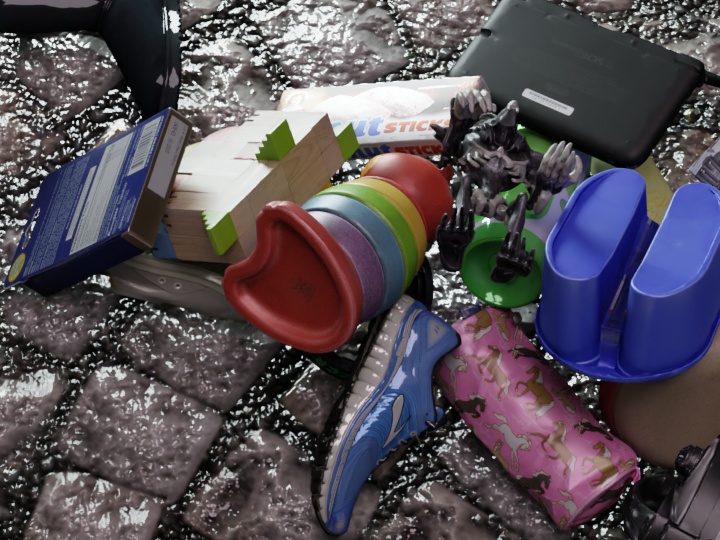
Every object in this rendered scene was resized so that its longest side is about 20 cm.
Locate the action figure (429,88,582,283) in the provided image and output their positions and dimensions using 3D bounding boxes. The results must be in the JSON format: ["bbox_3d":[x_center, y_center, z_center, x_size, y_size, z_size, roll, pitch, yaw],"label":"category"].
[{"bbox_3d":[0.113,-0.082,1.570,0.118,0.102,0.200,22,40,-9],"label":"action figure"}]

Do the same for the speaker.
[{"bbox_3d":[0.141,-0.056,1.692,0.088,0.089,0.200,19,40,5],"label":"speaker"}]

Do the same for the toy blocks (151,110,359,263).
[{"bbox_3d":[-0.112,-0.071,1.648,0.136,0.100,0.200,4,37,35],"label":"toy blocks"}]

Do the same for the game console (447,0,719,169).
[{"bbox_3d":[0.207,-0.162,1.758,0.199,0.117,0.176,26,69,27],"label":"game console"}]

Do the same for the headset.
[{"bbox_3d":[0.000,0.000,1.688,0.123,0.094,0.201,21,67,-20],"label":"headset"}]

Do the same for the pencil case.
[{"bbox_3d":[0.141,0.119,1.633,0.083,0.087,0.200,-16,61,-48],"label":"pencil case"}]

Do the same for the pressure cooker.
[{"bbox_3d":[0.293,0.223,1.538,0.199,0.176,0.179,30,59,6],"label":"pressure cooker"}]

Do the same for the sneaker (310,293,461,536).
[{"bbox_3d":[0.023,0.124,1.597,0.089,0.079,0.201,25,90,-7],"label":"sneaker"}]

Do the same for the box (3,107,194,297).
[{"bbox_3d":[-0.219,-0.050,1.649,0.032,0.200,0.122,33,57,-30],"label":"box"}]

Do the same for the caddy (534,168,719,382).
[{"bbox_3d":[0.219,0.009,1.579,0.141,0.105,0.200,13,40,19],"label":"caddy"}]

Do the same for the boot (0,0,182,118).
[{"bbox_3d":[-0.244,-0.213,1.773,0.167,0.077,0.201,0,55,-10],"label":"boot"}]

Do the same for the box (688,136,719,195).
[{"bbox_3d":[0.362,-0.033,1.673,0.050,0.200,0.158,-46,71,9],"label":"box"}]

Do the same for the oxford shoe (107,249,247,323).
[{"bbox_3d":[-0.123,0.013,1.681,0.199,0.058,0.075,16,32,-12],"label":"oxford shoe"}]

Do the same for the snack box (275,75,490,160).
[{"bbox_3d":[0.012,-0.129,1.728,0.199,0.024,0.072,-1,52,29],"label":"snack box"}]

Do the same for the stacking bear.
[{"bbox_3d":[0.003,-0.028,1.581,0.114,0.122,0.200,41,44,8],"label":"stacking bear"}]

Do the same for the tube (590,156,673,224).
[{"bbox_3d":[0.245,-0.071,1.764,0.058,0.052,0.201,-33,68,20],"label":"tube"}]

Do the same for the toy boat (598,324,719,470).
[{"bbox_3d":[0.283,0.073,1.664,0.199,0.131,0.131,-24,36,-18],"label":"toy boat"}]
